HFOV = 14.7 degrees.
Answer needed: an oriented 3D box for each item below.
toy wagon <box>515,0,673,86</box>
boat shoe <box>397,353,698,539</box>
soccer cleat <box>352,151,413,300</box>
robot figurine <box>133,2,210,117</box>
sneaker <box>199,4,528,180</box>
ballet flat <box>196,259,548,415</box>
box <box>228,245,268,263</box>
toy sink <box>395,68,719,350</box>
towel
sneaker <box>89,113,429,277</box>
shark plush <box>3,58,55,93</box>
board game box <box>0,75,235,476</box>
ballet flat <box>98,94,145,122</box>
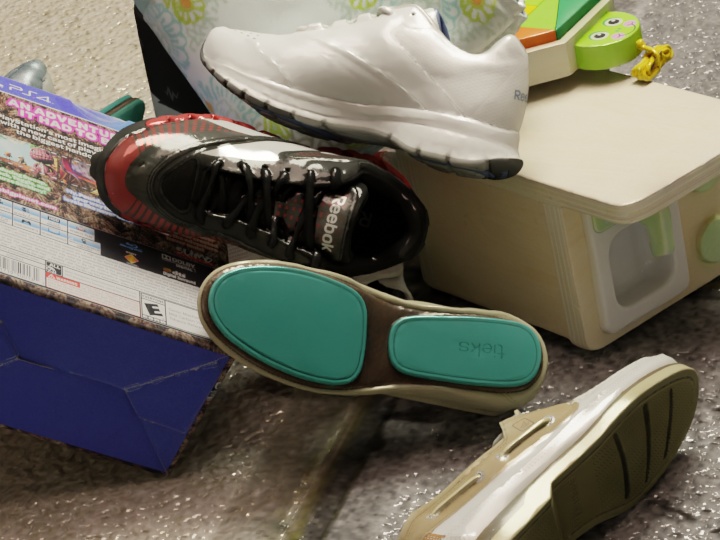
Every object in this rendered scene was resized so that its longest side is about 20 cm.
[{"bbox_3d":[0.095,-0.147,1.691,0.199,0.040,0.155,7,35,33],"label":"toy wagon"},{"bbox_3d":[0.099,0.101,1.446,0.068,0.075,0.200,23,44,35],"label":"boat shoe"},{"bbox_3d":[0.000,0.000,1.660,0.085,0.069,0.200,13,39,19],"label":"soccer cleat"},{"bbox_3d":[-0.076,-0.142,1.781,0.125,0.201,0.150,-32,36,-34],"label":"robot figurine"},{"bbox_3d":[0.006,-0.111,1.576,0.199,0.087,0.075,15,-2,14],"label":"sneaker"},{"bbox_3d":[0.003,0.042,1.532,0.199,0.070,0.070,14,29,-10],"label":"ballet flat"},{"bbox_3d":[-0.125,-0.011,1.734,0.199,0.042,0.039,-18,31,-12],"label":"box"},{"bbox_3d":[0.139,-0.036,1.628,0.130,0.112,0.200,-31,31,-31],"label":"toy sink"},{"bbox_3d":[-0.019,-0.157,1.635,0.200,0.171,0.048,-39,-14,19],"label":"towel"},{"bbox_3d":[-0.048,-0.040,1.548,0.200,0.071,0.098,11,8,-23],"label":"sneaker"},{"bbox_3d":[-0.283,-0.066,1.829,0.200,0.084,0.091,-23,33,-22],"label":"shark plush"},{"bbox_3d":[-0.166,-0.001,1.583,0.159,0.097,0.200,19,32,-19],"label":"board game box"},{"bbox_3d":[-0.197,-0.038,1.785,0.070,0.067,0.200,47,57,8],"label":"ballet flat"}]
